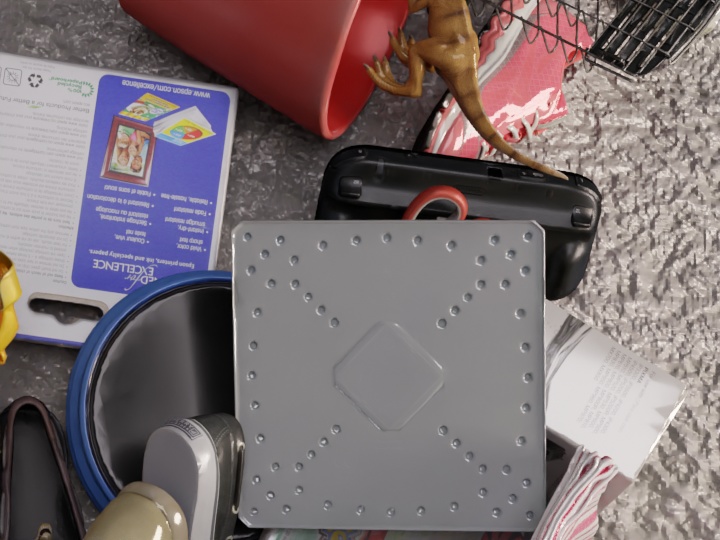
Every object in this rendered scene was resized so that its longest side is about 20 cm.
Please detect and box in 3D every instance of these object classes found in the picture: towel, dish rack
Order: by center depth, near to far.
[{"bbox_3d":[0.120,0.207,1.535,0.030,0.200,0.147,25,70,12],"label":"towel"},{"bbox_3d":[0.161,-0.209,1.675,0.200,0.055,0.153,29,69,24],"label":"dish rack"}]

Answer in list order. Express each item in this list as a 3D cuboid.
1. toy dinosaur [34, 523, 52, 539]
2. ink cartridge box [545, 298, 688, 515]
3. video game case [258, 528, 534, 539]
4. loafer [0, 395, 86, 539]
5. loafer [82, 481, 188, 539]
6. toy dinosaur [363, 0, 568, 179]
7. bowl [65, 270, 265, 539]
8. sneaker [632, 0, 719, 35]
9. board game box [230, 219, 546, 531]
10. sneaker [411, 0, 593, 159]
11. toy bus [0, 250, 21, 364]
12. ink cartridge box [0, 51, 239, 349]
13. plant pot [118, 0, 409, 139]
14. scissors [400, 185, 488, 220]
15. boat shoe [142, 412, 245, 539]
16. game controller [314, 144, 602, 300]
[{"bbox_3d":[-0.250,0.253,1.501,0.200,0.101,0.058,-43,119,2],"label":"toy dinosaur"},{"bbox_3d":[0.103,0.078,1.603,0.200,0.147,0.083,31,69,3],"label":"ink cartridge box"},{"bbox_3d":[0.014,0.214,1.578,0.182,0.023,0.200,30,73,-13],"label":"video game case"},{"bbox_3d":[-0.212,0.179,1.556,0.072,0.063,0.200,-8,73,-12],"label":"loafer"},{"bbox_3d":[-0.153,0.232,1.497,0.068,0.076,0.200,-20,118,-47],"label":"loafer"},{"bbox_3d":[0.063,-0.146,1.632,0.060,0.106,0.200,-12,88,-51],"label":"toy dinosaur"},{"bbox_3d":[-0.098,0.098,1.598,0.200,0.039,0.201,2,82,-14],"label":"bowl"},{"bbox_3d":[0.190,-0.250,1.766,0.200,0.085,0.077,23,69,-1],"label":"sneaker"},{"bbox_3d":[0.019,0.066,1.519,0.200,0.026,0.200,0,98,7],"label":"board game box"},{"bbox_3d":[0.105,-0.120,1.713,0.087,0.074,0.200,31,69,-1],"label":"sneaker"},{"bbox_3d":[-0.299,0.094,1.533,0.200,0.136,0.192,-31,117,-23],"label":"toy bus"},{"bbox_3d":[-0.194,-0.043,1.644,0.197,0.047,0.200,9,81,-8],"label":"ink cartridge box"},{"bbox_3d":[-0.062,-0.215,1.662,0.177,0.200,0.201,23,68,8],"label":"plant pot"},{"bbox_3d":[0.000,0.000,1.653,0.200,0.073,0.014,-26,38,16],"label":"scissors"},{"bbox_3d":[-0.110,0.184,1.532,0.069,0.200,0.057,27,29,33],"label":"boat shoe"},{"bbox_3d":[0.068,-0.031,1.667,0.200,0.104,0.042,8,39,-8],"label":"game controller"}]
